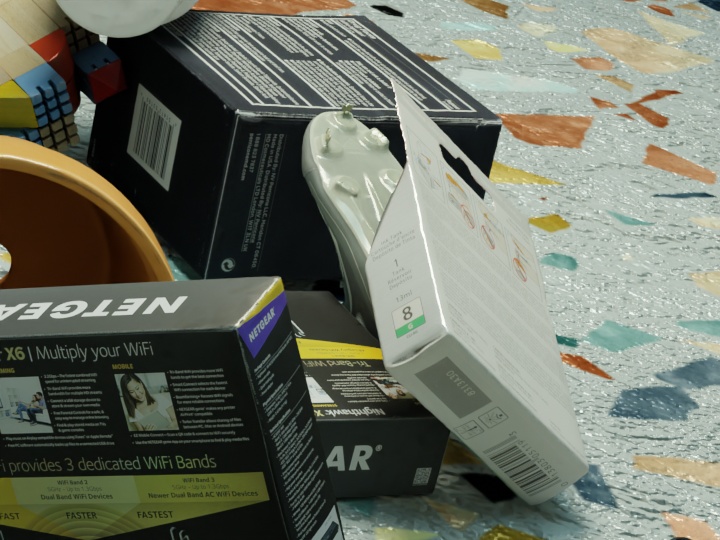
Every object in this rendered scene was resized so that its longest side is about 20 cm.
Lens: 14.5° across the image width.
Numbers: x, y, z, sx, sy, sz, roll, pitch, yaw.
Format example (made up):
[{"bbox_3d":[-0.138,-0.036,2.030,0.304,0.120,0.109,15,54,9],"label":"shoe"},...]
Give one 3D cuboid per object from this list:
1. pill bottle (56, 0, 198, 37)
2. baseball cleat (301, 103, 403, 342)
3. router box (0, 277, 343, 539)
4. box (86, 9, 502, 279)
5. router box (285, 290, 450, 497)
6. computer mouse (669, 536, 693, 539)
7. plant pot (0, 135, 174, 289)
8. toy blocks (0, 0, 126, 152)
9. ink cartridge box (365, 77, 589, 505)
[{"bbox_3d":[-0.140,-0.219,1.830,0.109,0.110,0.200,14,20,0],"label":"pill bottle"},{"bbox_3d":[0.000,0.000,1.691,0.069,0.107,0.201,3,45,-30],"label":"baseball cleat"},{"bbox_3d":[-0.115,0.088,1.262,0.199,0.158,0.052,-2,25,24],"label":"router box"},{"bbox_3d":[-0.046,-0.083,1.859,0.197,0.124,0.200,-1,25,-29],"label":"box"},{"bbox_3d":[-0.072,0.067,1.575,0.199,0.053,0.157,1,26,-31],"label":"router box"},{"bbox_3d":[0.154,0.225,1.351,0.140,0.046,0.200,44,39,8],"label":"computer mouse"},{"bbox_3d":[-0.189,0.016,1.436,0.199,0.201,0.140,11,18,-9],"label":"plant pot"},{"bbox_3d":[-0.234,-0.119,1.825,0.199,0.100,0.137,-29,46,-19],"label":"toy blocks"},{"bbox_3d":[0.057,0.012,1.599,0.161,0.050,0.201,44,24,-42],"label":"ink cartridge box"}]
